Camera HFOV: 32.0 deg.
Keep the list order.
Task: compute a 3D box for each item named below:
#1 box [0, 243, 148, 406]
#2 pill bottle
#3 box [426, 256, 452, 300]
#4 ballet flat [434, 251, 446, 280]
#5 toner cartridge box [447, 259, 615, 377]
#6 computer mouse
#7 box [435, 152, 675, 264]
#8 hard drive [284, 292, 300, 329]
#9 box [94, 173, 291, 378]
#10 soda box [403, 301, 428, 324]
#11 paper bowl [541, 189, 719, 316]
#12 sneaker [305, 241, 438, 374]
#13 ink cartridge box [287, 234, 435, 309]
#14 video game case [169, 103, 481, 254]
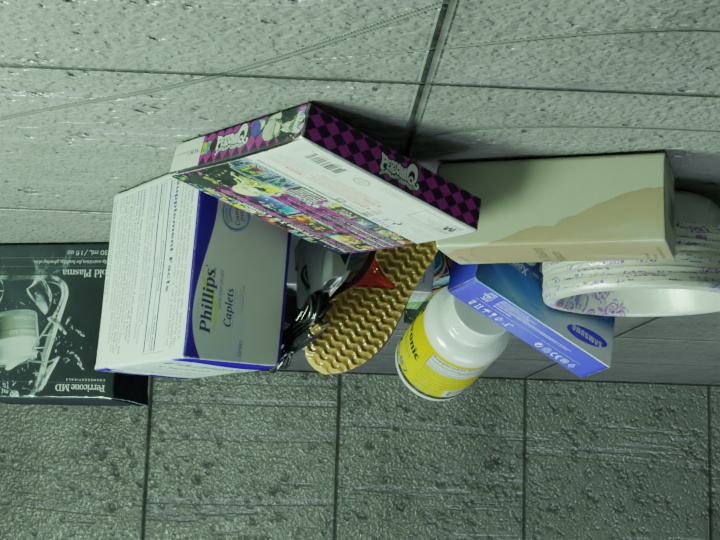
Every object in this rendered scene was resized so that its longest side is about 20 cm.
[{"bbox_3d":[-0.378,0.071,1.606,0.200,0.197,0.124,-1,170,13],"label":"box"},{"bbox_3d":[0.122,0.082,1.575,0.111,0.111,0.200,4,154,-15],"label":"pill bottle"},{"bbox_3d":[0.030,0.026,1.585,0.200,0.035,0.110,-19,165,16],"label":"box"},{"bbox_3d":[0.000,0.000,1.482,0.200,0.068,0.067,3,162,-3],"label":"ballet flat"},{"bbox_3d":[0.182,0.024,1.303,0.200,0.095,0.043,32,143,-27],"label":"toner cartridge box"},{"bbox_3d":[-0.045,0.000,1.220,0.044,0.200,0.110,31,136,-13],"label":"computer mouse"},{"bbox_3d":[0.173,-0.052,1.111,0.200,0.078,0.095,-2,170,20],"label":"box"},{"bbox_3d":[-0.148,0.043,1.391,0.200,0.038,0.140,3,170,21],"label":"hard drive"},{"bbox_3d":[-0.162,0.007,1.210,0.105,0.184,0.200,11,167,-33],"label":"box"},{"bbox_3d":[0.158,0.038,1.683,0.200,0.071,0.063,-4,169,33],"label":"soda box"},{"bbox_3d":[0.278,-0.017,1.225,0.200,0.105,0.201,2,170,0],"label":"paper bowl"},{"bbox_3d":[0.019,0.017,1.243,0.075,0.200,0.090,37,-173,0],"label":"sneaker"},{"bbox_3d":[-0.025,-0.012,1.372,0.200,0.088,0.145,5,171,-4],"label":"ink cartridge box"},{"bbox_3d":[-0.029,-0.070,1.061,0.200,0.036,0.181,25,158,-37],"label":"video game case"}]
